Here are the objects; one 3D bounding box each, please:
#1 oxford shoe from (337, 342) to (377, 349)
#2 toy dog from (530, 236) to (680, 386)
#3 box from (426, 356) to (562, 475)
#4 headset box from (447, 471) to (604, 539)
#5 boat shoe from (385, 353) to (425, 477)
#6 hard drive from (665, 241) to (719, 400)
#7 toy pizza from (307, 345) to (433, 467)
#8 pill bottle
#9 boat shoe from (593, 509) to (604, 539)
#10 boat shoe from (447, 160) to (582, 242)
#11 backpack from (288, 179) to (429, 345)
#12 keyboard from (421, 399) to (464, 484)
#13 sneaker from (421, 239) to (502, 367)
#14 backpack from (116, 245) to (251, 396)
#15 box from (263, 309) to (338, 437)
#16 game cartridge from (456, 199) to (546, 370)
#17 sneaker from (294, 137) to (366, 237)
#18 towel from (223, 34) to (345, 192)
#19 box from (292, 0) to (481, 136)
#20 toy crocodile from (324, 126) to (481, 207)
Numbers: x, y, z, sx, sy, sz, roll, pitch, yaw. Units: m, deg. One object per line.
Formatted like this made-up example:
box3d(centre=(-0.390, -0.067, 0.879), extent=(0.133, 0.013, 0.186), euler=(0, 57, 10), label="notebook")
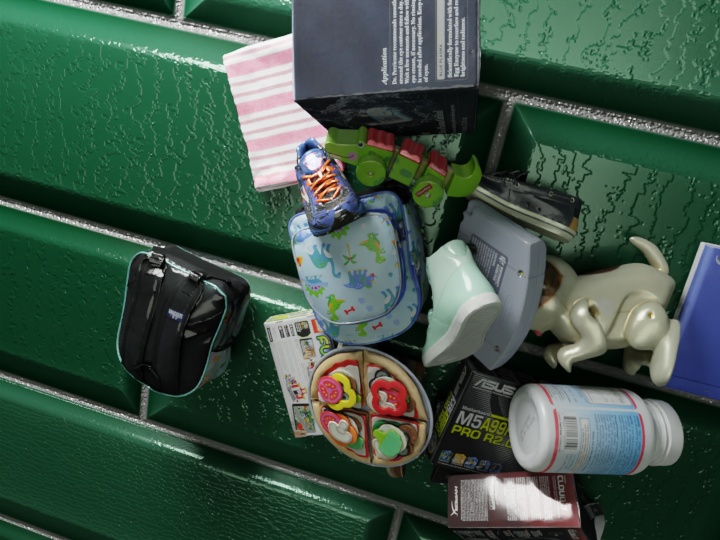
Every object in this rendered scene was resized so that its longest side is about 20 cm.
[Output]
box3d(centre=(0.007, 0.197, 0.808), extent=(0.057, 0.075, 0.204), euler=(2, 104, 43), label="oxford shoe")
box3d(centre=(0.293, 0.043, 0.680), extent=(0.196, 0.139, 0.198), euler=(13, 98, 9), label="toy dog")
box3d(centre=(0.213, 0.228, 0.761), extent=(0.197, 0.044, 0.163), euler=(18, 108, -12), label="box")
box3d(centre=(0.241, 0.350, 0.747), extent=(0.197, 0.078, 0.149), euler=(-15, 136, 25), label="headset box")
box3d(centre=(0.071, 0.231, 0.807), extent=(0.070, 0.076, 0.204), euler=(2, 107, 8), label="boat shoe")
box3d(centre=(0.494, 0.075, 0.701), extent=(0.129, 0.025, 0.204), euler=(13, 107, 9), label="hard drive")
box3d(centre=(0.007, 0.204, 0.752), extent=(0.196, 0.032, 0.204), euler=(9, 113, 20), label="toy pizza")
box3d(centre=(0.305, 0.208, 0.681), extent=(0.196, 0.109, 0.111), euler=(5, 106, -7), label="pill bottle")
box3d(centre=(0.292, 0.429, 0.816), extent=(0.067, 0.072, 0.201), euler=(35, 116, 0), label="boat shoe")
box3d(centre=(0.198, -0.105, 0.692), extent=(0.197, 0.075, 0.063), euler=(27, 94, 14), label="boat shoe")
box3d(centre=(0.000, 0.000, 0.724), extent=(0.180, 0.147, 0.204), euler=(-12, 105, 18), label="backpack")
box3d(centre=(0.152, 0.244, 0.803), extent=(0.125, 0.021, 0.203), euler=(13, 107, -20), label="keyboard")
box3d(centre=(0.118, 0.045, 0.695), extent=(0.072, 0.120, 0.202), euler=(-8, 148, -18), label="sneaker")
box3d(centre=(-0.269, 0.079, 0.797), extent=(0.173, 0.153, 0.203), euler=(21, 98, 8), label="backpack")
box3d(centre=(-0.077, 0.166, 0.841), extent=(0.108, 0.035, 0.204), euler=(-10, 102, 14), label="box")
box3d(centre=(0.172, 0.025, 0.687), extent=(0.040, 0.133, 0.203), euler=(-13, 129, -26), label="game cartridge")
box3d(centre=(-0.050, -0.107, 0.648), extent=(0.074, 0.201, 0.079), euler=(-28, 122, -3), label="sneaker")
box3d(centre=(-0.110, -0.226, 0.750), extent=(0.143, 0.030, 0.204), euler=(-10, 102, 14), label="towel")
box3d(centre=(0.041, -0.236, 0.617), extent=(0.196, 0.197, 0.120), euler=(0, 92, 12), label="box")
box3d(centre=(0.052, -0.135, 0.640), extent=(0.196, 0.068, 0.062), euler=(19, 134, -5), label="toy crocodile")
